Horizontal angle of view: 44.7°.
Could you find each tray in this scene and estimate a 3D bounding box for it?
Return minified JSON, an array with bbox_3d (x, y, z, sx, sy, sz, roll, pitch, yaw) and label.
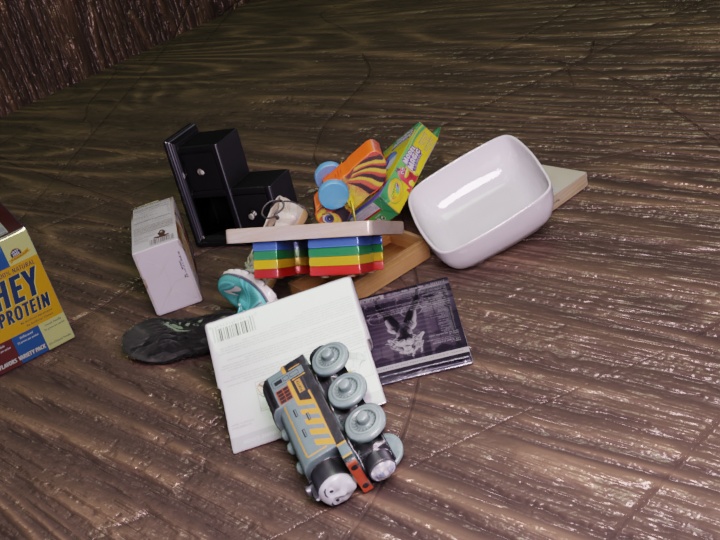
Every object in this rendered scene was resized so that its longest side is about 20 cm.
[{"bbox_3d":[0.000,0.000,1.308,0.198,0.038,0.098,-30,31,-27],"label":"tray"}]

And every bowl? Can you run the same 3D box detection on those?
[{"bbox_3d":[0.181,-0.093,1.292,0.198,0.075,0.201,-30,37,6],"label":"bowl"}]

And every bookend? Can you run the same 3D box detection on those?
[{"bbox_3d":[-0.212,-0.153,1.520,0.197,0.202,0.092,-1,28,25],"label":"bookend"}]

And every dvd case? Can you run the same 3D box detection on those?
[{"bbox_3d":[0.060,0.079,1.152,0.146,0.016,0.201,-14,28,3],"label":"dvd case"}]

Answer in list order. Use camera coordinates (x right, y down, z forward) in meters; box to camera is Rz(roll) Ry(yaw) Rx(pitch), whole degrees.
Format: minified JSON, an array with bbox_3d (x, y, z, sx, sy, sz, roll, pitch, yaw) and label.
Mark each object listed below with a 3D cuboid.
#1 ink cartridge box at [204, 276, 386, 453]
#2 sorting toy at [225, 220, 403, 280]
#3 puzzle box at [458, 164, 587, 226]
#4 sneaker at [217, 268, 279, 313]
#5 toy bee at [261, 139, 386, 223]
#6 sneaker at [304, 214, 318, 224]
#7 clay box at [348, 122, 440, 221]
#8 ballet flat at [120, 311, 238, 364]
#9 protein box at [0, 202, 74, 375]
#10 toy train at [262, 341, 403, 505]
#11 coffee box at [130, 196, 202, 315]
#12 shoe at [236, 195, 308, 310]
[{"bbox_3d":[-0.079,0.118,1.084,0.197,0.044,0.176,-18,64,0],"label":"ink cartridge box"},{"bbox_3d":[-0.054,-0.027,1.199,0.196,0.071,0.199,-3,2,15],"label":"sorting toy"},{"bbox_3d":[0.250,-0.113,1.395,0.199,0.026,0.132,-33,33,-29],"label":"puzzle box"},{"bbox_3d":[-0.136,0.068,1.173,0.079,0.078,0.199,-38,55,-18],"label":"sneaker"},{"bbox_3d":[-0.035,-0.112,1.340,0.197,0.109,0.132,-15,44,29],"label":"toy bee"},{"bbox_3d":[-0.050,-0.081,1.447,0.199,0.071,0.075,-33,27,-31],"label":"sneaker"},{"bbox_3d":[0.054,-0.153,1.409,0.115,0.047,0.202,-33,25,52],"label":"clay box"},{"bbox_3d":[-0.250,0.099,1.255,0.196,0.068,0.057,-7,-11,13],"label":"ballet flat"},{"bbox_3d":[-0.577,0.022,1.391,0.134,0.201,0.199,-28,30,-23],"label":"protein box"},{"bbox_3d":[-0.033,0.166,0.962,0.113,0.086,0.201,-31,42,-2],"label":"toy train"},{"bbox_3d":[-0.322,-0.028,1.444,0.079,0.116,0.200,-19,27,-6],"label":"coffee box"},{"bbox_3d":[-0.149,-0.028,1.355,0.069,0.053,0.202,-8,48,48],"label":"shoe"}]
